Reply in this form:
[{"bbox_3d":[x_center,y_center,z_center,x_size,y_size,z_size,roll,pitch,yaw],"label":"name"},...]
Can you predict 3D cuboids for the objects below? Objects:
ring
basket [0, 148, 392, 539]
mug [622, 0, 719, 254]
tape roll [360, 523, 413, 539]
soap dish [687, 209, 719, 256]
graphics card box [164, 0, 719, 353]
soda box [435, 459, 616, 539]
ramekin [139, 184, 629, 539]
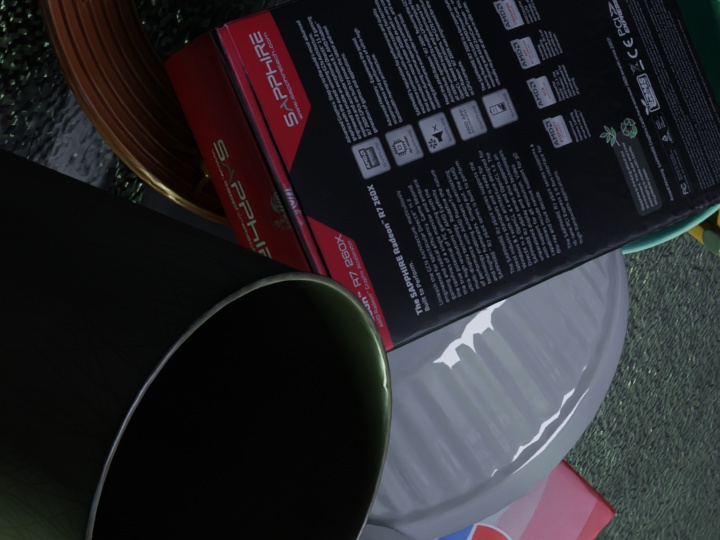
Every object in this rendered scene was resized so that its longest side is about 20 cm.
[{"bbox_3d":[-0.027,-0.113,0.868,0.200,0.019,0.201,4,83,-36],"label":"ring"},{"bbox_3d":[-0.112,0.029,0.764,0.136,0.200,0.180,-58,152,-12],"label":"basket"},{"bbox_3d":[0.120,-0.097,1.127,0.184,0.115,0.152,11,122,-25],"label":"mug"},{"bbox_3d":[-0.036,0.187,0.940,0.202,0.037,0.203,-21,133,-24],"label":"tape roll"},{"bbox_3d":[0.185,-0.112,1.262,0.081,0.157,0.200,-28,140,-26],"label":"soap dish"},{"bbox_3d":[0.039,-0.052,0.860,0.200,0.126,0.051,-24,-179,-33],"label":"graphics card box"},{"bbox_3d":[0.016,0.153,1.052,0.070,0.063,0.200,43,85,-19],"label":"soda box"},{"bbox_3d":[0.000,0.000,0.966,0.200,0.200,0.105,-56,145,-16],"label":"ramekin"}]
